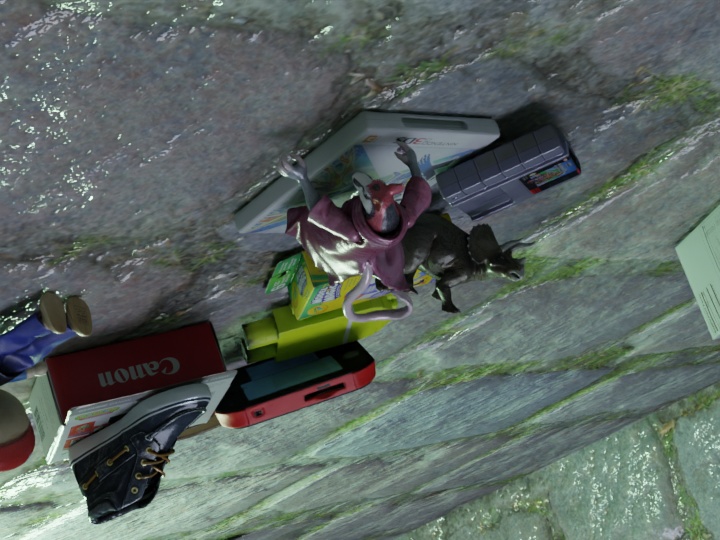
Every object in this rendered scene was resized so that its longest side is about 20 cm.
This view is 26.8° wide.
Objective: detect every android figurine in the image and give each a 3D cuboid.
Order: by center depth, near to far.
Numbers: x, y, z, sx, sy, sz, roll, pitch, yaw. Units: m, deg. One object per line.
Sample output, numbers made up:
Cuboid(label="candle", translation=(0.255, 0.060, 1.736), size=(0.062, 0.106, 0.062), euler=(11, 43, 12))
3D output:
Cuboid(label="android figurine", translation=(-0.045, 0.060, 1.795), size=(0.198, 0.041, 0.182), euler=(-17, 163, -9))

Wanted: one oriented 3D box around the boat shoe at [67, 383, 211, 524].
Cuboid(label="boat shoe", translation=(-0.229, 0.200, 1.642), size=(0.200, 0.091, 0.071), euler=(-32, 159, 26))

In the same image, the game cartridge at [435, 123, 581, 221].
Cuboid(label="game cartridge", translation=(0.154, -0.094, 1.519), size=(0.129, 0.039, 0.200), euler=(-20, 171, 12))

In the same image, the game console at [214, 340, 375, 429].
Cuboid(label="game console", translation=(-0.088, 0.129, 1.833), size=(0.198, 0.031, 0.177), euler=(-17, -162, -9))

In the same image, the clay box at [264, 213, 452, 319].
Cuboid(label="clay box", translation=(0.000, 0.000, 1.645), size=(0.198, 0.048, 0.115), euler=(-16, 165, -16))

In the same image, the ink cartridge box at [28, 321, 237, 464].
Cuboid(label="ink cartridge box", translation=(-0.255, 0.129, 1.691), size=(0.199, 0.084, 0.176), euler=(-12, 160, -25))

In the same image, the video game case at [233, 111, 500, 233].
Cuboid(label="video game case", translation=(0.006, -0.088, 1.422), size=(0.181, 0.022, 0.200), euler=(-3, 156, -45))

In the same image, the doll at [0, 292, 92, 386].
Cuboid(label="doll", translation=(-0.358, 0.088, 1.504), size=(0.199, 0.049, 0.136), euler=(-28, 161, 23))

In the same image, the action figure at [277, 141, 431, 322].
Cuboid(label="action figure", translation=(-0.003, -0.032, 1.322), size=(0.133, 0.150, 0.200), euler=(-9, 174, -14))

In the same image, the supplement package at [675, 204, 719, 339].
Cuboid(label="supplement package", translation=(0.570, -0.026, 2.050), size=(0.190, 0.148, 0.200), euler=(-15, 163, -18))

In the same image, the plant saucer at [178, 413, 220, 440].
Cuboid(label="plant saucer", translation=(-0.227, 0.188, 1.999), size=(0.199, 0.035, 0.200), euler=(-18, 164, -5))

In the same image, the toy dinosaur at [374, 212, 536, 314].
Cuboid(label="toy dinosaur", translation=(0.072, -0.019, 1.570), size=(0.198, 0.103, 0.077), euler=(18, -168, 1))

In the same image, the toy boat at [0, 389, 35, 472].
Cuboid(label="toy boat", translation=(-0.431, 0.205, 1.568), size=(0.198, 0.132, 0.131), euler=(-14, -166, 13))
